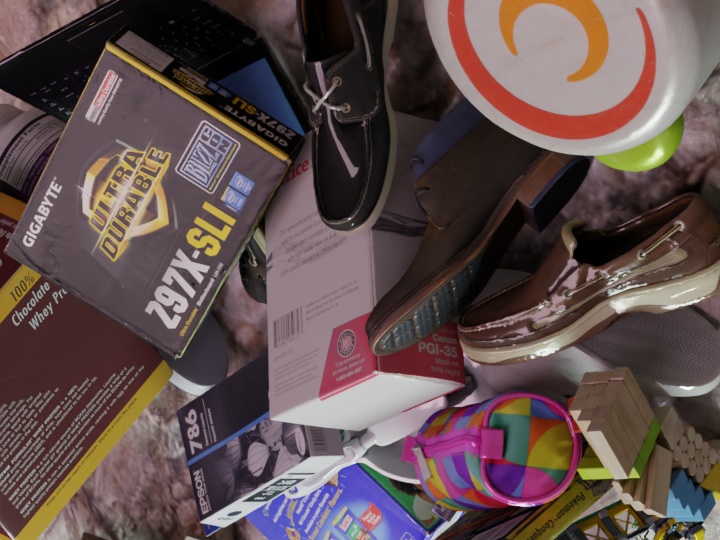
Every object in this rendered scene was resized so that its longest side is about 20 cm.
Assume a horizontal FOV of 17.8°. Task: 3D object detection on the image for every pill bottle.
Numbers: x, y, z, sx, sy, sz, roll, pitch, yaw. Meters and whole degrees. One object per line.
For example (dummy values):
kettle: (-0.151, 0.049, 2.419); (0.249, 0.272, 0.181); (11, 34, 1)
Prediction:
pill bottle: (-0.239, -0.063, 1.916); (0.199, 0.112, 0.113); (29, 137, 28)

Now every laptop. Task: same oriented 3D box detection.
laptop: (-0.154, -0.112, 1.736); (0.176, 0.200, 0.104); (-25, 63, 23)

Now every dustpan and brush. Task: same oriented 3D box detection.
dustpan and brush: (0.019, 0.123, 1.787); (0.199, 0.057, 0.140); (-33, 93, 33)

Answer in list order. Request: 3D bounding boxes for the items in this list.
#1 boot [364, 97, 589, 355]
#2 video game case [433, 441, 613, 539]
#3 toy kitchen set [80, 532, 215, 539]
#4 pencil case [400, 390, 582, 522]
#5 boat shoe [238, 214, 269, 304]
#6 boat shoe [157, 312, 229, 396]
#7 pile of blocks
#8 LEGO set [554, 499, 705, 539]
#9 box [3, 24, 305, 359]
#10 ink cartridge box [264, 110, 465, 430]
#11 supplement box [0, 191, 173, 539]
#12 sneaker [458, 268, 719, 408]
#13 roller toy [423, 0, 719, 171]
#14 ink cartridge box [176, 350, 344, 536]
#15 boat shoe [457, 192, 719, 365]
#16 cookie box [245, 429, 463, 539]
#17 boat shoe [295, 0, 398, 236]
boot: (0.056, -0.034, 1.578); (0.097, 0.200, 0.075); (43, 166, 20)
video game case: (0.111, 0.184, 1.690); (0.026, 0.180, 0.200); (55, 143, -1)
toy kitchen set: (-0.174, 0.307, 2.197); (0.199, 0.181, 0.164); (20, 100, -10)
pencil case: (0.093, 0.132, 1.650); (0.089, 0.088, 0.200); (53, 164, -1)
boat shoe: (-0.064, -0.002, 1.776); (0.064, 0.073, 0.200); (-20, 121, 27)
boat shoe: (-0.195, 0.044, 1.988); (0.202, 0.074, 0.086); (45, 142, 14)
pile of blocks: (0.193, 0.134, 1.587); (0.062, 0.083, 0.200); (-6, 154, 38)
LEGO set: (0.194, 0.259, 1.689); (0.116, 0.153, 0.201); (52, 139, 29)
box: (-0.154, -0.055, 1.698); (0.159, 0.049, 0.201); (31, 120, -1)
ink cartridge box: (0.000, 0.000, 1.661); (0.146, 0.082, 0.202); (-27, 60, 53)
supplement box: (-0.294, 0.075, 1.850); (0.132, 0.198, 0.200); (22, 154, 41)
sneaker: (0.171, 0.065, 1.639); (0.199, 0.074, 0.116); (16, 151, 25)
roller toy: (0.143, -0.179, 1.401); (0.182, 0.140, 0.201); (29, 136, 12)
ink cartridge box: (-0.092, 0.136, 1.829); (0.200, 0.039, 0.100); (-36, 61, 45)
boat shoe: (0.151, -0.002, 1.547); (0.201, 0.075, 0.075); (-21, 114, 17)
cookie box: (-0.020, 0.173, 1.906); (0.200, 0.075, 0.172); (43, 140, 12)
boat shoe: (-0.017, -0.125, 1.589); (0.071, 0.067, 0.202); (-6, 79, 38)
